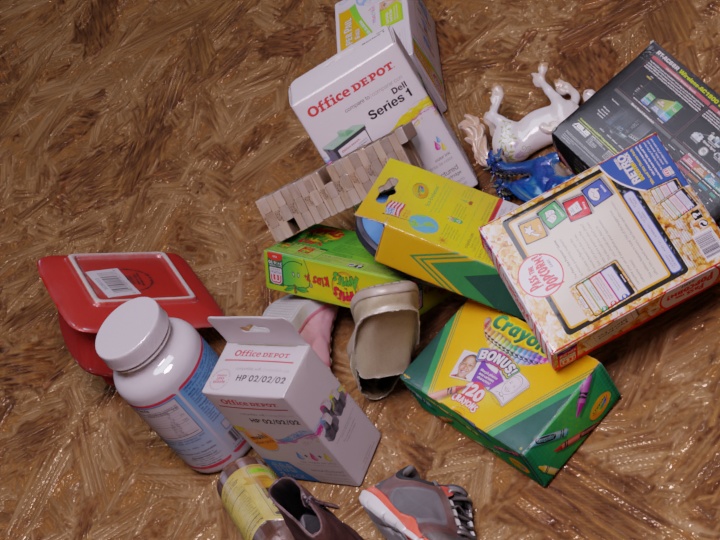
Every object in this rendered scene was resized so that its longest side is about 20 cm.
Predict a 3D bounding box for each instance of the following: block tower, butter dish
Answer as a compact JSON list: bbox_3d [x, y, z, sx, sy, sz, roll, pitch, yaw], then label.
[{"bbox_3d":[-0.022,-0.097,1.604,0.198,0.058,0.054,-27,7,18],"label":"block tower"},{"bbox_3d":[-0.288,0.072,1.743,0.197,0.150,0.200,-1,27,-28],"label":"butter dish"}]

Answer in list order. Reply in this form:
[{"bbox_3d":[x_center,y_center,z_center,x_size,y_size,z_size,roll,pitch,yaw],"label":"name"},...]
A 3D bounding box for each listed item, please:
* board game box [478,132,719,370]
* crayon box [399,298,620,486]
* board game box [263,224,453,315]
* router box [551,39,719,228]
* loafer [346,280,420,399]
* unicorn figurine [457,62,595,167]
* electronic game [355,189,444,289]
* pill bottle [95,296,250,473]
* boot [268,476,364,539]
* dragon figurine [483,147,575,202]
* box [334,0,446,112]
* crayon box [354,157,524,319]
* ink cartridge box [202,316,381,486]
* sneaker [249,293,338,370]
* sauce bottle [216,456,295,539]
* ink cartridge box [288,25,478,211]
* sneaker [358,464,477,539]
[{"bbox_3d":[0.234,-0.020,1.361,0.198,0.046,0.153,-27,64,-2],"label":"board game box"},{"bbox_3d":[0.145,0.115,1.411,0.119,0.058,0.199,-47,38,-12],"label":"crayon box"},{"bbox_3d":[0.000,0.000,1.593,0.198,0.048,0.101,13,26,34],"label":"board game box"},{"bbox_3d":[0.314,-0.117,1.453,0.149,0.062,0.200,-40,62,-4],"label":"router box"},{"bbox_3d":[0.027,0.074,1.471,0.075,0.201,0.069,-10,65,-8],"label":"loafer"},{"bbox_3d":[0.215,-0.178,1.659,0.199,0.074,0.139,-36,44,25],"label":"unicorn figurine"},{"bbox_3d":[0.092,-0.038,1.550,0.197,0.042,0.201,8,30,-4],"label":"electronic game"},{"bbox_3d":[-0.200,0.124,1.560,0.108,0.201,0.110,-21,40,19],"label":"pill bottle"},{"bbox_3d":[-0.002,0.283,1.265,0.072,0.167,0.200,-41,38,-6],"label":"boot"},{"bbox_3d":[0.203,-0.083,1.569,0.099,0.059,0.201,-33,37,6],"label":"dragon figurine"},{"bbox_3d":[0.038,-0.281,1.869,0.111,0.102,0.202,-23,40,17],"label":"box"},{"bbox_3d":[0.099,-0.036,1.470,0.198,0.051,0.127,22,37,8],"label":"crayon box"},{"bbox_3d":[-0.079,0.134,1.453,0.114,0.201,0.068,-1,49,38],"label":"ink cartridge box"},{"bbox_3d":[-0.064,0.086,1.607,0.074,0.106,0.200,-15,13,21],"label":"sneaker"},{"bbox_3d":[-0.084,0.266,1.436,0.065,0.065,0.200,-39,39,-3],"label":"sauce bottle"},{"bbox_3d":[0.026,-0.159,1.662,0.144,0.201,0.084,-30,21,9],"label":"ink cartridge box"},{"bbox_3d":[0.076,0.235,1.333,0.082,0.078,0.199,-40,38,-15],"label":"sneaker"}]
